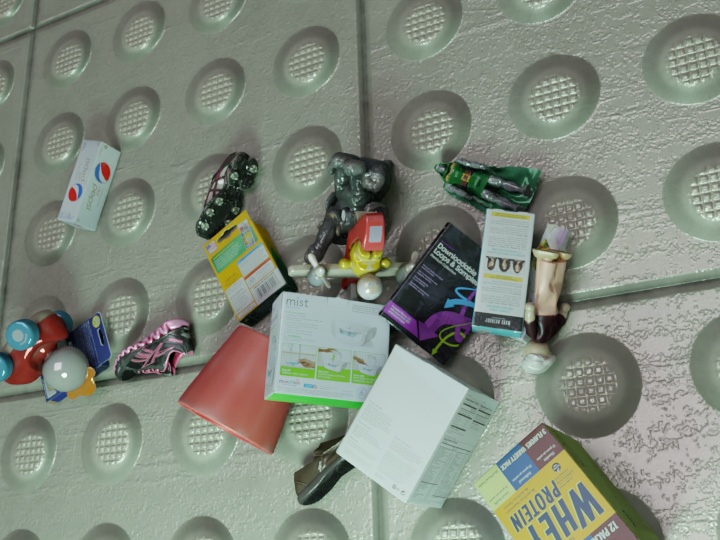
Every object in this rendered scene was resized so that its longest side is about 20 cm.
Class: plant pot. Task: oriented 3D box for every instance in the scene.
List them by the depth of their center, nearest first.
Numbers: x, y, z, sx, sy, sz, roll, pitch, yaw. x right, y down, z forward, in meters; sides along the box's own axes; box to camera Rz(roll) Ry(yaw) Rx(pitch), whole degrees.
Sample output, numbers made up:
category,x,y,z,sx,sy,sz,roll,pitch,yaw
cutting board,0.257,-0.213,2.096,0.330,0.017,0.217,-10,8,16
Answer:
category,x,y,z,sx,sy,sz,roll,pitch,yaw
plant pot,-0.204,0.211,1.550,0.199,0.201,0.178,18,72,32

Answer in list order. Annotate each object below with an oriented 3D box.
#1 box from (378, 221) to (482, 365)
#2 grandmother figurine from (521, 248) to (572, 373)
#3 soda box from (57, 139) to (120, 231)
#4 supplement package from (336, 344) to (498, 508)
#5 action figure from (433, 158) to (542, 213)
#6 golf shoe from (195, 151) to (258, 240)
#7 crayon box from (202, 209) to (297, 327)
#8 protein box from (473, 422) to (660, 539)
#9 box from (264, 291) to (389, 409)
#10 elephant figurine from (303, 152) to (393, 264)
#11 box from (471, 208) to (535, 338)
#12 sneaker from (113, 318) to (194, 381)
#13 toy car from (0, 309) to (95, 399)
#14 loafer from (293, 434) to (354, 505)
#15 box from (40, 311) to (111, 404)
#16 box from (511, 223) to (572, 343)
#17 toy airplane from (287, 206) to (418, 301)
category,x,y,z,sx,sy,sz,roll,pitch,yaw
box,0.146,0.039,1.451,0.143,0.036,0.201,37,91,-5
grandmother figurine,0.295,0.068,1.364,0.060,0.120,0.202,19,103,54
soda box,-0.630,-0.198,1.979,0.063,0.068,0.202,10,79,30
supplement package,0.096,0.255,1.384,0.151,0.150,0.201,29,89,33
action figure,0.212,-0.154,1.518,0.199,0.055,0.119,25,89,36
golf shoe,-0.288,-0.157,1.788,0.088,0.077,0.201,26,84,52
crayon box,-0.223,-0.006,1.703,0.125,0.052,0.201,-38,60,12
protein box,0.299,0.348,1.213,0.135,0.200,0.199,-43,59,9
box,-0.056,0.140,1.473,0.198,0.097,0.178,7,72,-16
elephant figurine,-0.019,-0.110,1.585,0.142,0.154,0.202,-119,40,-71
box,0.234,0.004,1.392,0.081,0.049,0.202,7,76,9
sneaker,-0.420,0.183,1.742,0.199,0.079,0.096,-34,72,16
toy car,-0.649,0.204,1.787,0.200,0.184,0.177,42,97,3
loafer,-0.050,0.323,1.485,0.200,0.073,0.071,-44,60,9
box,-0.620,0.192,1.864,0.199,0.032,0.122,-34,61,17
box,0.297,0.021,1.418,0.038,0.041,0.201,21,85,32
toy airplane,0.000,0.000,1.494,0.199,0.199,0.142,-31,49,17
